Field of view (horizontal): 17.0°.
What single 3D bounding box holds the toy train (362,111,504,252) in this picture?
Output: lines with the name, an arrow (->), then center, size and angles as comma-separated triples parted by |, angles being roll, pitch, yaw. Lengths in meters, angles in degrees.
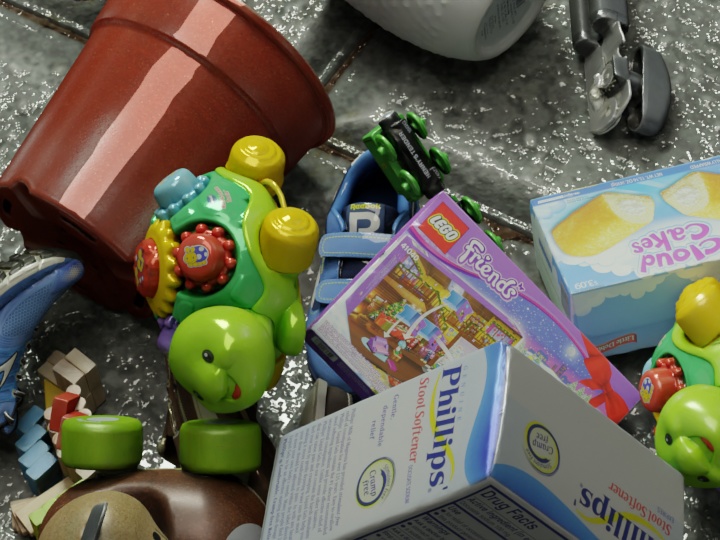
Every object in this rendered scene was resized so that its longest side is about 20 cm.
toy train -> 0.068, -0.025, 1.704 | 0.042, 0.056, 0.201 | -35, 97, -16

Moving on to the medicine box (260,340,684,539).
medicine box -> 0.070, 0.157, 1.499 | 0.199, 0.182, 0.104 | -26, 42, 36

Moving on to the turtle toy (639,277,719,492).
turtle toy -> 0.240, 0.090, 1.590 | 0.101, 0.200, 0.146 | -42, 87, 9

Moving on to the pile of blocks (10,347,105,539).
pile of blocks -> -0.209, 0.133, 1.666 | 0.081, 0.062, 0.201 | -13, 53, -4

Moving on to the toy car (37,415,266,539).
toy car -> -0.139, 0.184, 1.503 | 0.156, 0.200, 0.166 | 1, 93, 6

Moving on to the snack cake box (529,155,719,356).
snack cake box -> 0.231, -0.014, 1.716 | 0.198, 0.068, 0.115 | -13, 38, -5

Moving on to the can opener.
can opener -> 0.201, -0.186, 1.881 | 0.066, 0.053, 0.201 | 18, 50, -22

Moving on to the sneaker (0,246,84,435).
sneaker -> -0.263, 0.065, 1.694 | 0.200, 0.079, 0.089 | -46, 105, -5

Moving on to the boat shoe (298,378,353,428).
boat shoe -> -0.016, 0.163, 1.624 | 0.059, 0.072, 0.201 | 10, 48, -9

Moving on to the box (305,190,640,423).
box -> 0.076, 0.065, 1.637 | 0.200, 0.039, 0.137 | 46, 73, -2

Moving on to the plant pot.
plant pot -> -0.153, -0.085, 1.753 | 0.200, 0.201, 0.196 | 27, 69, 23

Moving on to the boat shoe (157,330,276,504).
boat shoe -> -0.114, 0.104, 1.674 | 0.075, 0.075, 0.203 | -37, 40, 12

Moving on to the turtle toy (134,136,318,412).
turtle toy -> -0.093, 0.012, 1.596 | 0.100, 0.147, 0.201 | -2, 41, -22

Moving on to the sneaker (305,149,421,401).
sneaker -> 0.000, 0.000, 1.732 | 0.073, 0.083, 0.201 | 4, 55, 5

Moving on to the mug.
mug -> 0.057, -0.264, 1.850 | 0.147, 0.201, 0.175 | -37, 65, -26
